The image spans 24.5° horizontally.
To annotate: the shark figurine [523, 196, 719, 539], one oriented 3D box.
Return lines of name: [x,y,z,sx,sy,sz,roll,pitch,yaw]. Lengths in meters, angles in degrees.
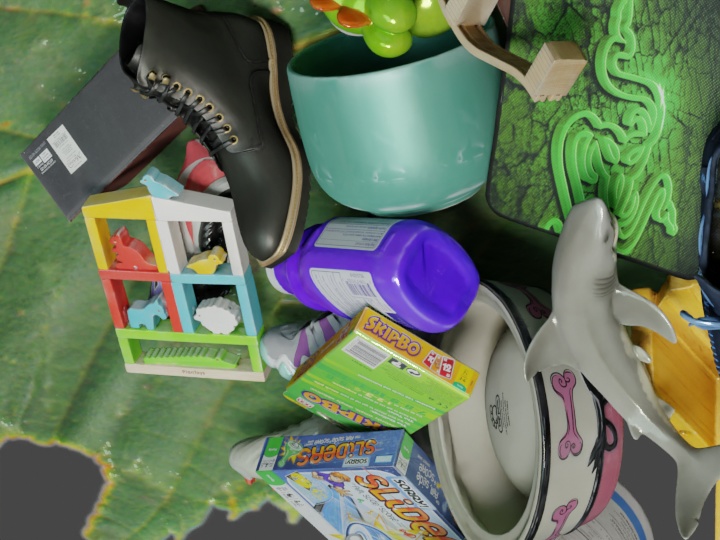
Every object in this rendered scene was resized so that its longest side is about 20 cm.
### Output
shark figurine: [0.154,0.065,1.073,0.215,0.089,0.128,63,159,-6]

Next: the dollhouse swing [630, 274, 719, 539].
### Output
dollhouse swing: [0.285,0.114,1.080,0.199,0.177,0.182,-7,146,37]

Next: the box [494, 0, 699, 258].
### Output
box: [0.173,-0.121,1.097,0.075,0.100,0.201,-16,105,39]

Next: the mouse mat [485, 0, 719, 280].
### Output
mouse mat: [0.159,-0.101,1.048,0.160,0.008,0.201,20,124,25]

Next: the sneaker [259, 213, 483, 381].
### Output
sneaker: [0.005,0.020,1.312,0.199,0.078,0.141,2,114,23]

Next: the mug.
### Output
mug: [0.033,-0.112,1.182,0.151,0.185,0.115,-13,110,5]

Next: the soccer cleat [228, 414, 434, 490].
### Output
soccer cleat: [-0.026,0.142,1.403,0.199,0.069,0.078,-2,103,31]

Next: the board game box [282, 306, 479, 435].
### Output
board game box: [0.010,0.086,1.239,0.095,0.030,0.200,30,154,-7]

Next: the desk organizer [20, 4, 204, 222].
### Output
desk organizer: [-0.187,-0.128,1.358,0.200,0.077,0.072,-37,90,41]

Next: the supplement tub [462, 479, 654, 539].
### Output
supplement tub: [0.129,0.243,1.254,0.131,0.200,0.133,16,123,27]

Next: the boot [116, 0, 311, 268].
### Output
boot: [-0.116,-0.105,1.224,0.077,0.138,0.201,-33,58,42]

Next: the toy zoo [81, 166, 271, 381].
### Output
toy zoo: [-0.151,0.003,1.355,0.130,0.020,0.201,2,125,18]

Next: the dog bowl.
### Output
dog bowl: [0.117,0.102,1.184,0.200,0.073,0.202,175,90,-70]

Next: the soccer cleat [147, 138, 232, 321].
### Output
soccer cleat: [-0.144,-0.023,1.404,0.073,0.068,0.200,56,140,29]

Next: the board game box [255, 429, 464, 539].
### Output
board game box: [0.025,0.197,1.345,0.135,0.035,0.200,-8,140,35]

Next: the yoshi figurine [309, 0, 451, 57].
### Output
yoshi figurine: [0.008,-0.217,1.146,0.112,0.112,0.200,50,-173,-51]

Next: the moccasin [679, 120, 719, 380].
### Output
moccasin: [0.227,0.002,1.008,0.080,0.068,0.201,-2,112,31]

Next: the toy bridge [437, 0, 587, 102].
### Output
toy bridge: [0.076,-0.181,1.051,0.201,0.027,0.067,63,144,30]

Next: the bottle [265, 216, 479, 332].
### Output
bottle: [0.000,0.000,1.207,0.083,0.065,0.200,42,161,-27]
